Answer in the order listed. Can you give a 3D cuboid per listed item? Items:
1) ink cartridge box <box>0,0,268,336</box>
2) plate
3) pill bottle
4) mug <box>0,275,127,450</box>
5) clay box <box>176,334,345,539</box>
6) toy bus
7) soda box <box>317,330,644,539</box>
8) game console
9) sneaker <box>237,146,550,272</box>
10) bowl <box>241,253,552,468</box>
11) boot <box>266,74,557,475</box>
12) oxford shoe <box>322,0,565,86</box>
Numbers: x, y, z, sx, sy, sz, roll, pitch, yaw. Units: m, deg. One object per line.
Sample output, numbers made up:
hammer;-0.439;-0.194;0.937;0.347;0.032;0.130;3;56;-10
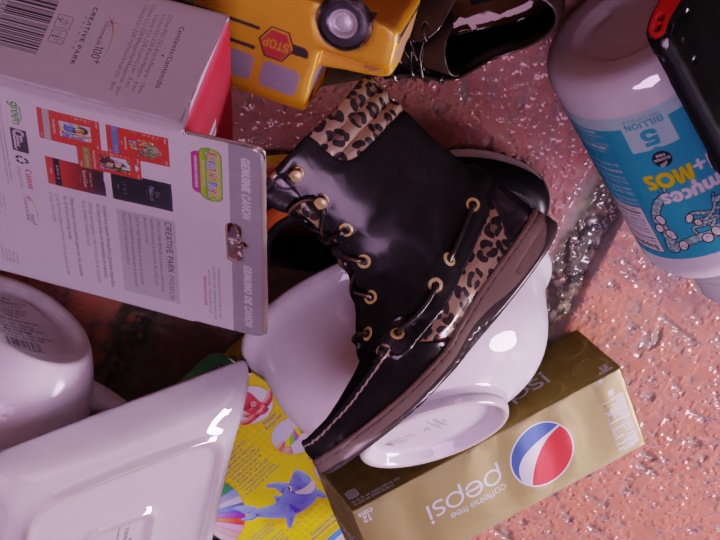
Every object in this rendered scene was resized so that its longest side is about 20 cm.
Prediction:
ink cartridge box;-0.124;-0.064;1.466;0.174;0.084;0.201;15;149;7
plate;-0.157;0.162;1.596;0.199;0.032;0.200;-19;142;-33
pill bottle;0.199;-0.073;1.567;0.110;0.111;0.201;-27;124;10
mug;-0.222;0.107;1.605;0.199;0.148;0.176;22;115;-23
clay box;-0.060;0.126;1.700;0.115;0.048;0.200;-42;119;19
toy bus;-0.071;-0.150;1.463;0.199;0.065;0.079;19;119;5
soda box;0.078;0.119;1.670;0.199;0.068;0.064;-27;119;-11
game console;0.240;-0.123;1.516;0.031;0.177;0.201;1;137;42
sneaker;0.022;-0.024;1.586;0.198;0.090;0.070;0;124;-8
bowl;0.034;0.060;1.588;0.199;0.091;0.201;-15;157;-6
boot;0.000;0.000;1.470;0.151;0.073;0.200;43;78;-4
oxford shoe;0.023;-0.143;1.511;0.198;0.085;0.073;-17;126;5
